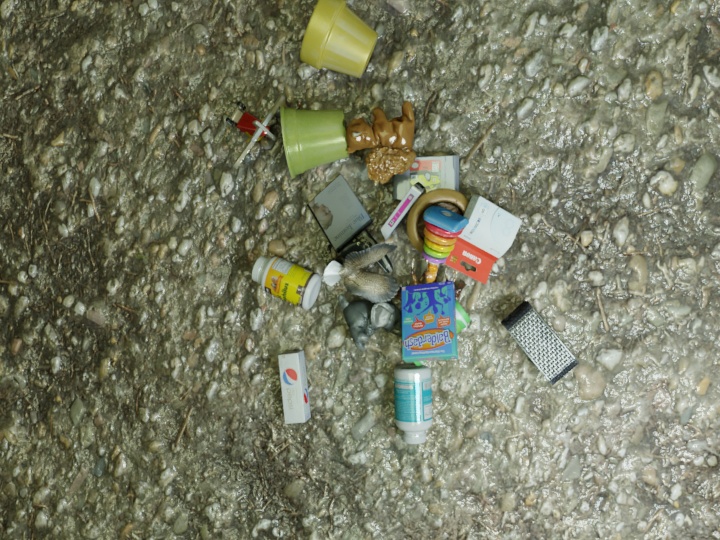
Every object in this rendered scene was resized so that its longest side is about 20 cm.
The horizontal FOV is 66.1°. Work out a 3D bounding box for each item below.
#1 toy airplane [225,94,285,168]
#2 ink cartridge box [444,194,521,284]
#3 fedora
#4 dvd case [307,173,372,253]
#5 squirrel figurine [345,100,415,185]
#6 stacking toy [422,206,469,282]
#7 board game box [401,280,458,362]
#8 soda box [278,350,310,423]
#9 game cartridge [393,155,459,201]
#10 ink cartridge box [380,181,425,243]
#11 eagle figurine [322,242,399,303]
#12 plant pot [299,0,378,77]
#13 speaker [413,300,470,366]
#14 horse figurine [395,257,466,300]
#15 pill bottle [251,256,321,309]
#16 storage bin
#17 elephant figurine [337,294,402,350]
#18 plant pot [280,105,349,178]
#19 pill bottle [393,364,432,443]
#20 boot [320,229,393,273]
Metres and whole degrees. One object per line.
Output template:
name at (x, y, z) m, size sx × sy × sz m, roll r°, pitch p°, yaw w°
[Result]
toy airplane at (-0.302, -0.416, 1.659) m, size 0.195 × 0.141 × 0.205 m, roll -20°, pitch 53°, yaw 24°
ink cartridge box at (0.338, -0.080, 1.523) m, size 0.156 × 0.047 × 0.206 m, roll 23°, pitch 92°, yaw -23°
fedora at (0.222, -0.136, 1.560) m, size 0.192 × 0.082 × 0.209 m, roll -1°, pitch 100°, yaw -3°
dvd case at (-0.064, -0.169, 1.629) m, size 0.141 × 0.017 × 0.203 m, roll -39°, pitch 60°, yaw 10°
squirrel figurine at (0.053, -0.350, 1.537) m, size 0.180 × 0.141 × 0.208 m, roll -6°, pitch 79°, yaw -17°
stacking toy at (0.207, -0.060, 1.490) m, size 0.107 × 0.115 × 0.206 m, roll 25°, pitch 120°, yaw 23°
board game box at (0.187, 0.140, 1.505) m, size 0.147 × 0.045 × 0.207 m, roll -8°, pitch 68°, yaw 19°
soda box at (-0.198, 0.348, 1.662) m, size 0.066 × 0.064 × 0.208 m, roll -7°, pitch 87°, yaw 11°
game cartridge at (0.189, -0.260, 1.604) m, size 0.192 × 0.041 × 0.139 m, roll -1°, pitch 93°, yaw 12°
ink cartridge box at (0.109, -0.157, 1.565) m, size 0.037 × 0.095 × 0.202 m, roll 36°, pitch 110°, yaw 3°
eagle figurine at (0.003, -0.006, 1.516) m, size 0.193 × 0.152 × 0.156 m, roll 10°, pitch 70°, yaw 23°
plant pot at (-0.054, -0.662, 1.592) m, size 0.184 × 0.201 × 0.206 m, roll 24°, pitch 94°, yaw -5°
speaker at (0.214, 0.176, 1.557) m, size 0.199 × 0.088 × 0.089 m, roll -41°, pitch 82°, yaw 3°
horse figurine at (0.203, 0.046, 1.584) m, size 0.193 × 0.050 × 0.137 m, roll 16°, pitch 102°, yaw 7°
pill bottle at (-0.222, 0.030, 1.649) m, size 0.194 × 0.109 × 0.113 m, roll 22°, pitch 93°, yaw 12°
storage bin at (0.476, 0.190, 1.481) m, size 0.093 × 0.135 × 0.202 m, roll -39°, pitch 82°, yaw 9°
elephant figurine at (0.057, 0.130, 1.591) m, size 0.194 × 0.157 × 0.144 m, roll -23°, pitch 51°, yaw 0°
plant pot at (-0.127, -0.385, 1.608) m, size 0.177 × 0.200 × 0.209 m, roll -8°, pitch 87°, yaw 1°
pill bottle at (0.149, 0.376, 1.562) m, size 0.106 × 0.111 × 0.209 m, roll -2°, pitch 88°, yaw 12°
boot at (-0.012, -0.035, 1.621) m, size 0.153 × 0.073 × 0.205 m, roll -42°, pitch 74°, yaw 6°
